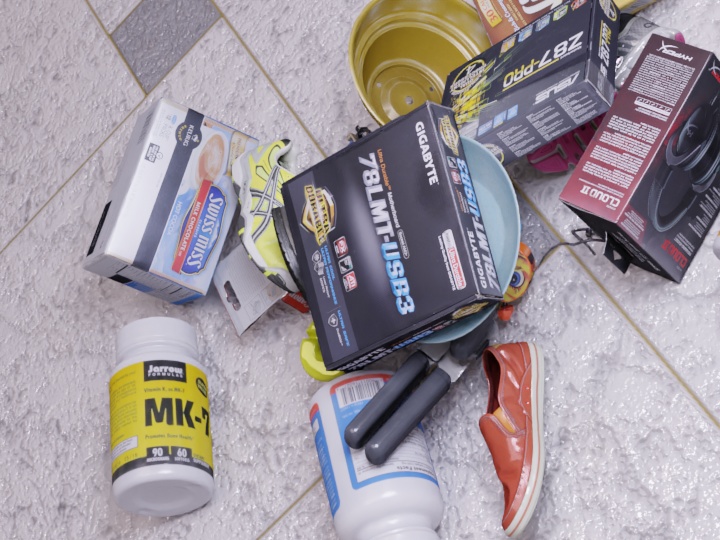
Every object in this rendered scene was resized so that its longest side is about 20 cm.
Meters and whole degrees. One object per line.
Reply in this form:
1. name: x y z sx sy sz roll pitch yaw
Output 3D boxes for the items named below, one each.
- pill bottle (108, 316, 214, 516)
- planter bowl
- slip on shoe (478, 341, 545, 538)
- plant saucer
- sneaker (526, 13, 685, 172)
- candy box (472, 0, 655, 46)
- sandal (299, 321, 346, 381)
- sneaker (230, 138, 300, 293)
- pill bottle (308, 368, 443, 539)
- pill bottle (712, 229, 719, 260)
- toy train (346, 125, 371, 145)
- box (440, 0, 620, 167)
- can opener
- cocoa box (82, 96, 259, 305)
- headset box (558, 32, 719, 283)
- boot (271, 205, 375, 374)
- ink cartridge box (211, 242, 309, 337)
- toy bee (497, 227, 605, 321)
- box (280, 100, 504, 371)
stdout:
1. pill bottle: -0.225 0.163 1.718 0.113 0.114 0.202 -24 56 25
2. planter bowl: 0.066 -0.202 1.670 0.083 0.198 0.203 136 143 -60
3. slip on shoe: 0.142 0.159 1.463 0.060 0.074 0.202 8 60 -8
4. plant saucer: 0.081 -0.030 1.475 0.199 0.038 0.204 -5 83 40
5. sneaker: 0.238 -0.187 1.571 0.200 0.074 0.088 -45 49 4
6. candy box: 0.219 -0.302 1.613 0.199 0.056 0.118 -28 79 32
7. sandal: -0.005 0.032 1.637 0.079 0.087 0.202 19 76 20
8. sneaker: -0.090 -0.066 1.689 0.076 0.075 0.202 -32 54 21
9. pill bottle: 0.020 0.209 1.513 0.112 0.112 0.202 -30 53 22
10. pill bottle: 0.408 -0.079 1.362 0.112 0.112 0.201 27 85 42
11. toy train: 0.033 -0.090 1.704 0.046 0.034 0.201 -49 48 23
12. box: 0.163 -0.179 1.518 0.199 0.049 0.162 -28 34 35
13. can opener: 0.061 0.097 1.478 0.053 0.067 0.200 34 63 20
14. cocoa box: -0.222 -0.078 1.796 0.133 0.130 0.202 -17 53 68
15. headset box: 0.282 -0.095 1.440 0.077 0.149 0.201 26 84 42
16. boot: 0.000 0.000 1.574 0.130 0.068 0.201 -28 74 -6
17. ink cartridge box: -0.072 -0.017 1.734 0.200 0.050 0.109 -41 50 15
18. toy bee: 0.133 -0.008 1.539 0.199 0.130 0.110 22 107 31
19. box: 0.026 -0.029 1.466 0.197 0.049 0.202 -26 69 36
